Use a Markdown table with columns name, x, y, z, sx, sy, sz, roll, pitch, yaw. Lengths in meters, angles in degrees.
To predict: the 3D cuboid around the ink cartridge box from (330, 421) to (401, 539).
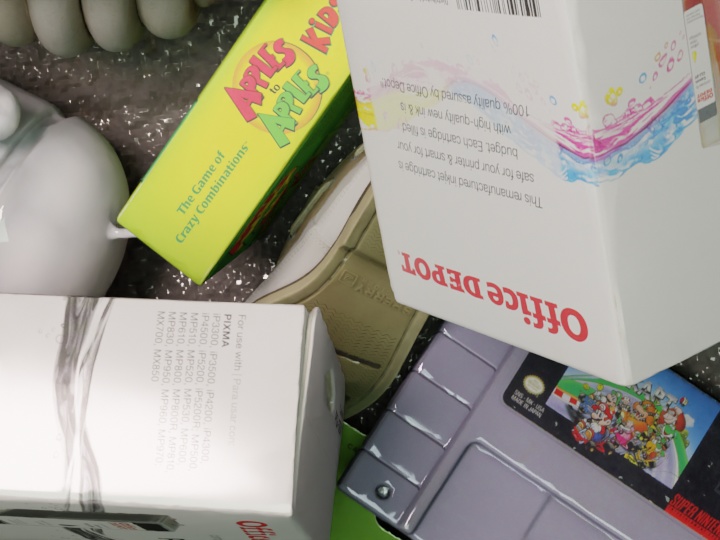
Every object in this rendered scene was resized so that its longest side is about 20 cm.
| name | x | y | z | sx | sy | sz | roll | pitch | yaw |
| --- | --- | --- | --- | --- | --- | --- | --- | --- | --- |
| ink cartridge box | -0.009 | 0.191 | 0.812 | 0.147 | 0.076 | 0.201 | 32 | 118 | 2 |

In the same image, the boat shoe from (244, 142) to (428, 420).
| name | x | y | z | sx | sy | sz | roll | pitch | yaw |
| --- | --- | --- | --- | --- | --- | --- | --- | --- | --- |
| boat shoe | 0.000 | 0.000 | 0.785 | 0.074 | 0.069 | 0.200 | 33 | 129 | -15 |

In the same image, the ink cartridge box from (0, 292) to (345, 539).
| name | x | y | z | sx | sy | sz | roll | pitch | yaw |
| --- | --- | --- | --- | --- | --- | --- | --- | --- | --- |
| ink cartridge box | -0.112 | 0.066 | 0.716 | 0.198 | 0.147 | 0.084 | 2 | 74 | 6 |

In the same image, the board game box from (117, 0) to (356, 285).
| name | x | y | z | sx | sy | sz | roll | pitch | yaw |
| --- | --- | --- | --- | --- | --- | --- | --- | --- | --- |
| board game box | -0.018 | -0.095 | 0.750 | 0.047 | 0.102 | 0.201 | 37 | 107 | 2 |

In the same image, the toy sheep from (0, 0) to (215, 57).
| name | x | y | z | sx | sy | sz | roll | pitch | yaw |
| --- | --- | --- | --- | --- | --- | --- | --- | --- | --- |
| toy sheep | -0.117 | -0.156 | 0.744 | 0.198 | 0.138 | 0.139 | 5 | 104 | 4 |

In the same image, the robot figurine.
| name | x | y | z | sx | sy | sz | roll | pitch | yaw |
| --- | --- | --- | --- | --- | --- | --- | --- | --- | --- |
| robot figurine | -0.188 | -0.036 | 0.791 | 0.199 | 0.113 | 0.170 | 25 | 147 | 5 |

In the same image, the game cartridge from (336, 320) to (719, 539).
| name | x | y | z | sx | sy | sz | roll | pitch | yaw |
| --- | --- | --- | --- | --- | --- | --- | --- | --- | --- |
| game cartridge | 0.105 | 0.098 | 0.782 | 0.199 | 0.038 | 0.130 | 34 | 86 | 1 |

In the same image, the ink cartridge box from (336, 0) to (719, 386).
| name | x | y | z | sx | sy | sz | roll | pitch | yaw |
| --- | --- | --- | --- | --- | --- | --- | --- | --- | --- |
| ink cartridge box | 0.087 | -0.087 | 0.625 | 0.144 | 0.145 | 0.202 | -21 | 113 | -27 |
